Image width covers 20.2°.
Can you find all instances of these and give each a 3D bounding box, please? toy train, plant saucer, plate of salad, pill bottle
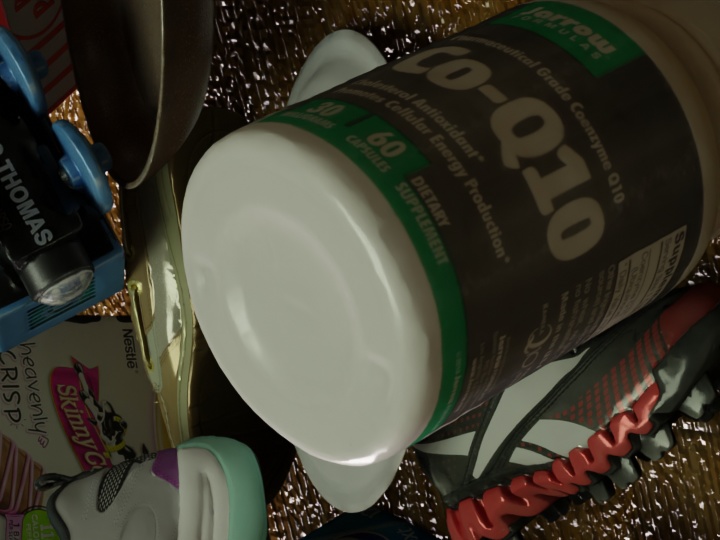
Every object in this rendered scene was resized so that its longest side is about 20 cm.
[{"bbox_3d":[-0.178,-0.063,0.917,0.200,0.086,0.114,58,164,13],"label":"toy train"},{"bbox_3d":[-0.098,-0.136,0.872,0.200,0.032,0.201,173,90,-72],"label":"plant saucer"},{"bbox_3d":[0.000,0.000,0.848,0.200,0.048,0.201,178,90,-70],"label":"plate of salad"},{"bbox_3d":[0.048,-0.025,0.675,0.113,0.200,0.114,28,131,37],"label":"pill bottle"}]

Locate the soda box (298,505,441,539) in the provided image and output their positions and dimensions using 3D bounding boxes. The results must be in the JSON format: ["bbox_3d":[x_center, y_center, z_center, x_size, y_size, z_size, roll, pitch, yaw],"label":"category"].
[{"bbox_3d":[0.009,0.219,0.983,0.068,0.064,0.201,21,128,42],"label":"soda box"}]

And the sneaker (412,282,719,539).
[{"bbox_3d":[0.076,0.044,0.791,0.098,0.071,0.200,55,144,6],"label":"sneaker"}]

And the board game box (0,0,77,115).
[{"bbox_3d":[-0.246,-0.158,1.011,0.199,0.046,0.152,8,128,27],"label":"board game box"}]

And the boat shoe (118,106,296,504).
[{"bbox_3d":[-0.074,0.019,0.962,0.066,0.074,0.201,13,111,49],"label":"boat shoe"}]

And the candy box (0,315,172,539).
[{"bbox_3d":[-0.180,0.093,0.988,0.061,0.199,0.137,-35,60,55],"label":"candy box"}]

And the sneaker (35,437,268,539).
[{"bbox_3d":[-0.102,0.181,0.891,0.078,0.139,0.201,110,151,-74],"label":"sneaker"}]
